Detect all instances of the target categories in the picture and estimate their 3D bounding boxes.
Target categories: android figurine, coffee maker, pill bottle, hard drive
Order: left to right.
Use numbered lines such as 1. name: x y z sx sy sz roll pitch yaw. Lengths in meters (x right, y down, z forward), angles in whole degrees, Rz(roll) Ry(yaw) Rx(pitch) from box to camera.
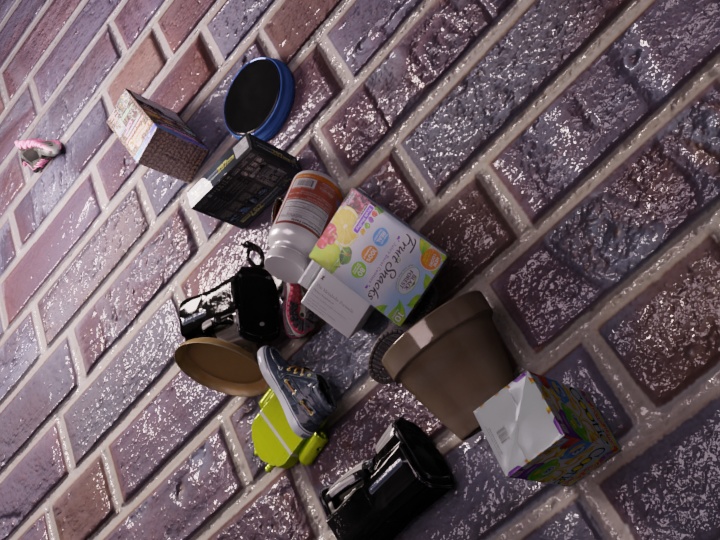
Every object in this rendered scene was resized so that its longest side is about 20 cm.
1. coffee maker: -0.263 0.074 1.705 0.198 0.134 0.196 -21 49 42
2. android figurine: -0.136 0.291 1.607 0.182 0.041 0.202 42 102 38
3. pill bottle: -0.111 -0.082 1.611 0.110 0.112 0.203 -6 51 37
4. hard drive: -0.045 -0.052 1.563 0.026 0.132 0.202 33 88 5
5. coffee maker: 0.056 0.378 1.383 0.200 0.134 0.193 -46 76 20

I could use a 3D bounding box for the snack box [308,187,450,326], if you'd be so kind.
1. snack box: 0.031 -0.025 1.418 0.199 0.053 0.144 37 101 9

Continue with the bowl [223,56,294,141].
1. bowl: -0.232 -0.383 1.891 0.198 0.039 0.205 -13 69 36

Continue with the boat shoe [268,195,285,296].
1. boat shoe: -0.165 -0.049 1.718 0.071 0.067 0.205 7 85 39

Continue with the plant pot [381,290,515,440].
1. plant pot: 0.158 0.160 1.324 0.200 0.199 0.175 -42 70 21

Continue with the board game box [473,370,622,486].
1. board game box: 0.267 0.227 1.188 0.103 0.198 0.106 -41 54 21

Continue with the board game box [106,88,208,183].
1. board game box: -0.482 -0.319 1.999 0.098 0.158 0.200 -54 50 13

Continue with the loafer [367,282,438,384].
1. loafer: 0.082 0.109 1.472 0.072 0.071 0.202 33 99 12

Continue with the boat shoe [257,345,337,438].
1. boat shoe: -0.114 0.203 1.559 0.091 0.070 0.202 -41 61 15

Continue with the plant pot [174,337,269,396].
1. plant pot: -0.269 0.187 1.658 0.197 0.200 0.028 -13 47 36

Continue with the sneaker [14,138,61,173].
1. sneaker: -0.928 -0.331 2.440 0.197 0.078 0.098 10 105 41

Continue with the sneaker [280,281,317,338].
1. sneaker: -0.127 0.034 1.658 0.075 0.079 0.204 135 142 -58

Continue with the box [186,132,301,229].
1. box: -0.242 -0.183 1.761 0.199 0.156 0.052 -39 55 24

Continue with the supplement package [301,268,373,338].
1. supplement package: 0.000 0.000 1.512 0.113 0.109 0.202 34 101 7
